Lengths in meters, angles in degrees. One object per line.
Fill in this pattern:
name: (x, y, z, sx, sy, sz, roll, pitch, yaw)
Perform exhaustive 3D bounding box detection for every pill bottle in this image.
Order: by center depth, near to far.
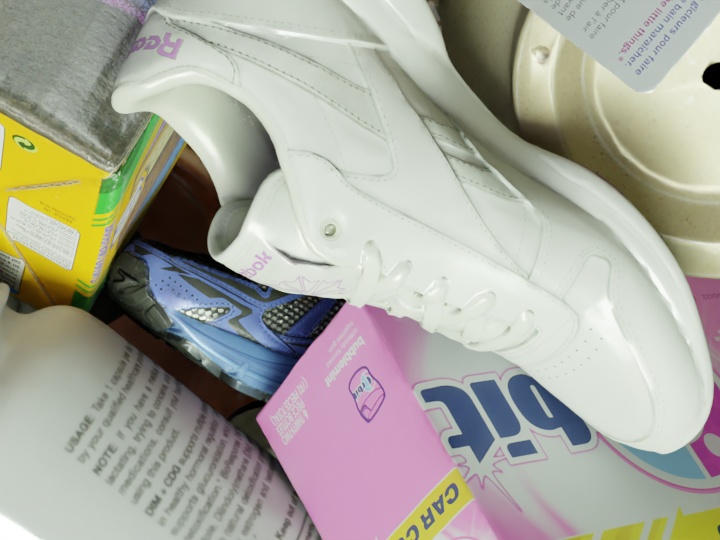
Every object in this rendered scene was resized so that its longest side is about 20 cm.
pill bottle: (-0.086, 0.083, 0.677, 0.200, 0.113, 0.113, 40, 118, -11)

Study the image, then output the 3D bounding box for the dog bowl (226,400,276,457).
dog bowl: (0.023, 0.131, 0.789, 0.200, 0.074, 0.200, 33, 133, 45)

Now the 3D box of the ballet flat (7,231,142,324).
ballet flat: (-0.172, 0.008, 0.743, 0.200, 0.068, 0.068, 3, 121, -8)

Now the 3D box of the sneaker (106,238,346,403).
sneaker: (0.000, 0.000, 0.745, 0.075, 0.200, 0.079, 26, 107, 45)

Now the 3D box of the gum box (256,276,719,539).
gum box: (0.080, 0.064, 0.698, 0.066, 0.200, 0.114, -52, 57, 37)

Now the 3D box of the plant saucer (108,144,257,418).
plant saucer: (-0.125, 0.018, 0.815, 0.200, 0.037, 0.200, -2, 121, -4)

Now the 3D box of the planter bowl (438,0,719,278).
planter bowl: (0.114, -0.079, 0.681, 0.200, 0.135, 0.201, 5, 117, 10)

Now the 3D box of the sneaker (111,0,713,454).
sneaker: (0.013, -0.009, 0.617, 0.200, 0.100, 0.075, 44, 152, -5)

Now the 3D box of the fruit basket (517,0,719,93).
fruit basket: (0.075, -0.169, 0.614, 0.200, 0.094, 0.185, 42, 94, 27)

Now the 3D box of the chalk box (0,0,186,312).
chalk box: (-0.092, -0.109, 0.699, 0.124, 0.200, 0.124, 29, 152, -1)
